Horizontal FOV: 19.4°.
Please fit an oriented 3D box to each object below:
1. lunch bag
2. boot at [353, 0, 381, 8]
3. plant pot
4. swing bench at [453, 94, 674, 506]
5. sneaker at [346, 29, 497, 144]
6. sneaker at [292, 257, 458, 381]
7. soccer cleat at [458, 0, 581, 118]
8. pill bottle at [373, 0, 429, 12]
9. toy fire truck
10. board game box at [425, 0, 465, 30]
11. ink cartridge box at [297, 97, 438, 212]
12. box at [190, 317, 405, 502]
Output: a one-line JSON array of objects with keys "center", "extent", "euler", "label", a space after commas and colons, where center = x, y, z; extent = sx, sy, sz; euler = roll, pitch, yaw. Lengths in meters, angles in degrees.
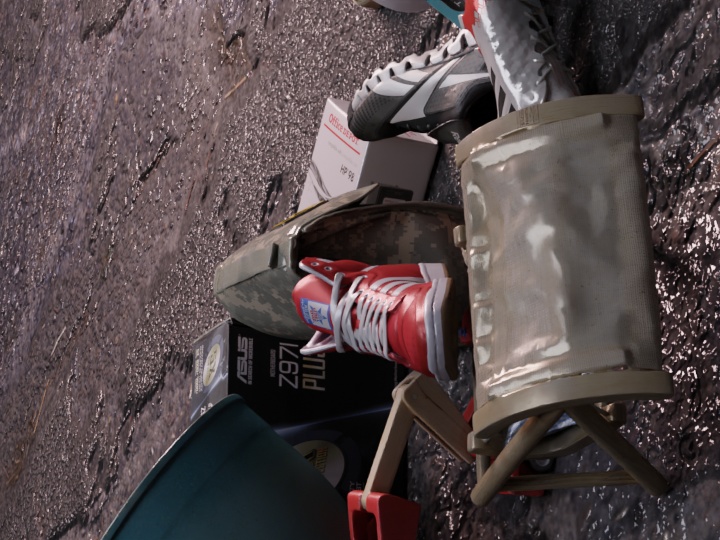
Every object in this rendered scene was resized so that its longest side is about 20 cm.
[{"center": [0.000, 0.000, 1.634], "extent": [0.164, 0.200, 0.118], "euler": [162, 114, -64], "label": "lunch bag"}, {"center": [-0.019, -0.345, 1.909], "extent": [0.075, 0.107, 0.200], "euler": [155, 122, -64], "label": "boot"}, {"center": [-0.076, 0.225, 1.550], "extent": [0.200, 0.188, 0.200], "euler": [-53, -9, -13], "label": "plant pot"}, {"center": [0.125, 0.023, 1.342], "extent": [0.200, 0.130, 0.199], "euler": [76, -169, -64], "label": "swing bench"}, {"center": [0.066, -0.130, 1.656], "extent": [0.200, 0.066, 0.091], "euler": [-25, 66, 38], "label": "sneaker"}, {"center": [0.009, 0.033, 1.440], "extent": [0.200, 0.112, 0.071], "euler": [-100, 11, -83], "label": "sneaker"}, {"center": [0.125, -0.144, 1.542], "extent": [0.085, 0.069, 0.200], "euler": [2, 101, 53], "label": "soccer cleat"}, {"center": [0.063, -0.310, 1.706], "extent": [0.200, 0.112, 0.112], "euler": [121, 148, -41], "label": "pill bottle"}, {"center": [0.069, 0.110, 1.513], "extent": [0.049, 0.141, 0.200], "euler": [-5, 77, 63], "label": "toy fire truck"}, {"center": [0.083, -0.268, 1.580], "extent": [0.200, 0.151, 0.047], "euler": [-21, 38, 58], "label": "board game box"}, {"center": [0.003, -0.074, 1.812], "extent": [0.116, 0.067, 0.200], "euler": [-136, 58, -62], "label": "ink cartridge box"}, {"center": [-0.053, 0.153, 1.744], "extent": [0.086, 0.164, 0.200], "euler": [149, 126, -60], "label": "box"}]
